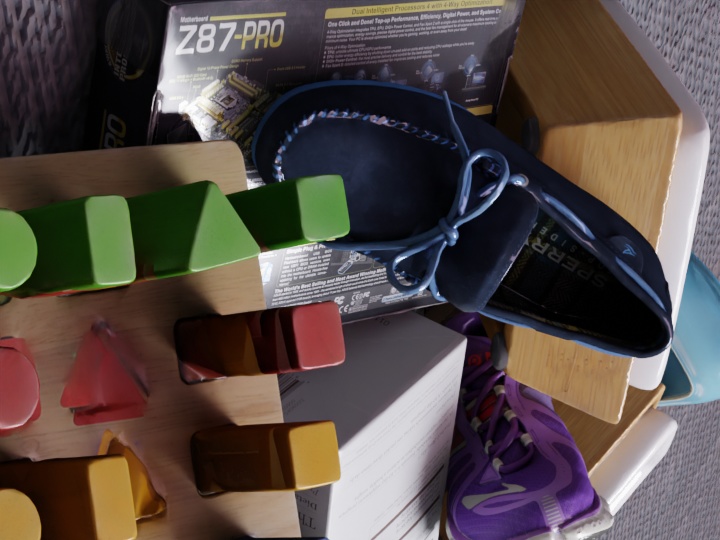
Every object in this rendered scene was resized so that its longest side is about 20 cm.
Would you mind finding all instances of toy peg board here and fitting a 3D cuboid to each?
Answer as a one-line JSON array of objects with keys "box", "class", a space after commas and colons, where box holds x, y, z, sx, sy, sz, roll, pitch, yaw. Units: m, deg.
[{"box": [-0.084, 0.055, 0.672, 0.200, 0.098, 0.200, -8, 89, -42], "class": "toy peg board"}]

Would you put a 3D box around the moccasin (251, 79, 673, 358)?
[{"box": [0.053, -0.021, 0.804, 0.199, 0.068, 0.081, 18, 113, -24], "class": "moccasin"}]

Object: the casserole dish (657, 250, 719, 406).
[{"box": [0.167, 0.031, 1.175, 0.039, 0.121, 0.200, -33, -177, -12], "class": "casserole dish"}]

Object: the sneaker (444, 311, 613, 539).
[{"box": [0.065, 0.079, 0.973, 0.080, 0.200, 0.084, -18, 113, -2], "class": "sneaker"}]

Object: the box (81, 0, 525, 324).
[{"box": [-0.026, -0.050, 0.840, 0.200, 0.049, 0.162, -11, 125, -41], "class": "box"}]

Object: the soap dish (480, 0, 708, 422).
[{"box": [0.096, -0.045, 0.967, 0.200, 0.081, 0.158, -110, -157, -60], "class": "soap dish"}]

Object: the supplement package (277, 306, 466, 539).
[{"box": [-0.033, 0.114, 0.942, 0.109, 0.113, 0.201, -37, 143, -45], "class": "supplement package"}]

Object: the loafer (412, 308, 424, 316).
[{"box": [0.000, 0.000, 0.986, 0.072, 0.063, 0.201, -19, 127, -27], "class": "loafer"}]

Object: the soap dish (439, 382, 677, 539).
[{"box": [0.112, 0.130, 1.190, 0.157, 0.081, 0.200, -48, 169, -6], "class": "soap dish"}]

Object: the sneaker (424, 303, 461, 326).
[{"box": [0.092, 0.025, 1.141, 0.200, 0.075, 0.071, -50, 150, -28], "class": "sneaker"}]
